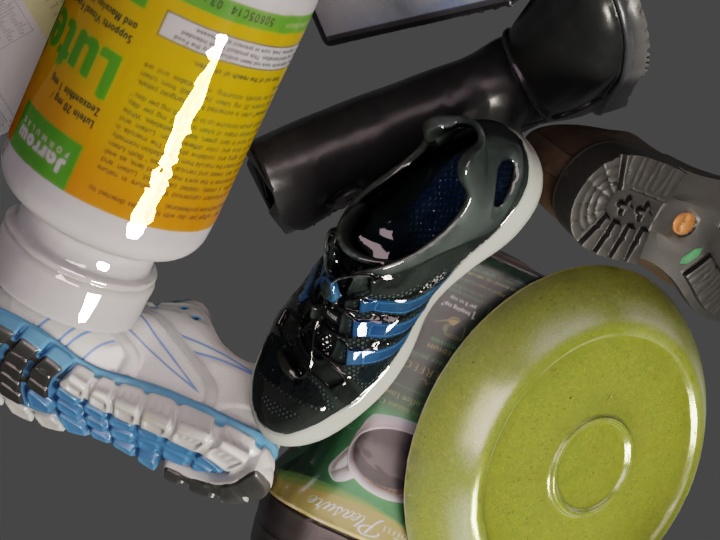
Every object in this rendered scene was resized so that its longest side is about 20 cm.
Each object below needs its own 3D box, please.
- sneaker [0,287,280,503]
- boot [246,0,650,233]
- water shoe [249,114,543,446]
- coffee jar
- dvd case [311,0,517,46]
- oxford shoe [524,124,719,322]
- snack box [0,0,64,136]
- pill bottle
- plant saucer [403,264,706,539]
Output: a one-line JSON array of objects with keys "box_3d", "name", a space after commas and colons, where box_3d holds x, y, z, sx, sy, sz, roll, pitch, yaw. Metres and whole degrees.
[{"box_3d": [-0.124, 0.044, 1.143, 0.200, 0.075, 0.087, 26, 57, 1], "name": "sneaker"}, {"box_3d": [0.038, -0.089, 1.094, 0.200, 0.165, 0.066, -18, 70, -3], "name": "boot"}, {"box_3d": [0.000, 0.000, 1.064, 0.200, 0.079, 0.072, -50, 57, 14], "name": "water shoe"}, {"box_3d": [0.021, 0.076, 1.145, 0.104, 0.085, 0.200, 24, 93, -7], "name": "coffee jar"}, {"box_3d": [-0.009, -0.208, 1.044, 0.018, 0.143, 0.200, -35, 108, -36], "name": "dvd case"}, {"box_3d": [0.159, -0.032, 1.138, 0.200, 0.084, 0.073, 28, 100, -41], "name": "oxford shoe"}, {"box_3d": [-0.146, -0.158, 1.109, 0.200, 0.037, 0.116, -30, 117, -2], "name": "snack box"}, {"box_3d": [-0.108, -0.074, 1.073, 0.111, 0.111, 0.200, 24, 108, -8], "name": "pill bottle"}, {"box_3d": [0.111, 0.097, 1.134, 0.200, 0.031, 0.200, -14, 116, -32], "name": "plant saucer"}]
